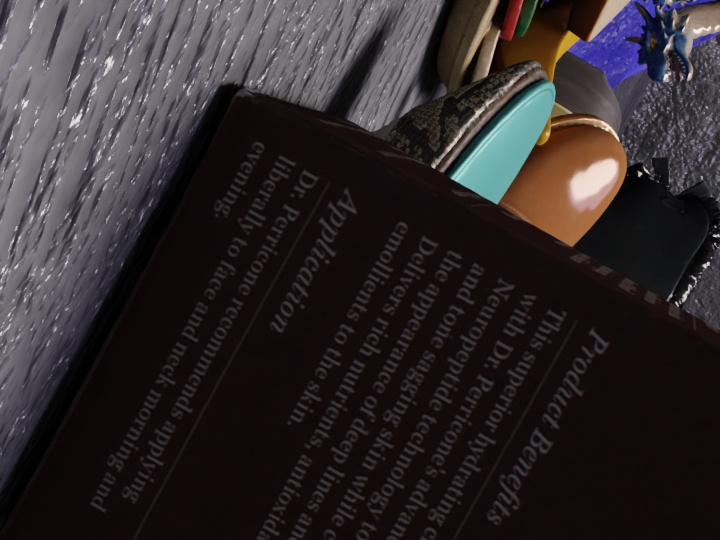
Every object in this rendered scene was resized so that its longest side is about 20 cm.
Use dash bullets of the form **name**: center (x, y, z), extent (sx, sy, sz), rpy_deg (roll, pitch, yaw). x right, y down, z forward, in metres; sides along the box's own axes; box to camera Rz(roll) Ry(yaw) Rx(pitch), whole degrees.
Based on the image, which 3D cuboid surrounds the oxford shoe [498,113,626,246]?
- **oxford shoe**: center (0.061, -0.001, 0.941), extent (0.200, 0.071, 0.071), rpy_deg (-40, 121, -21)

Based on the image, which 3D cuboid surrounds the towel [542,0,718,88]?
- **towel**: center (0.168, -0.154, 1.140), extent (0.200, 0.050, 0.148), rpy_deg (-31, 164, -17)

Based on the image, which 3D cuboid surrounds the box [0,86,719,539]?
- **box**: center (0.022, 0.062, 0.657), extent (0.166, 0.200, 0.164), rpy_deg (-60, 174, 5)

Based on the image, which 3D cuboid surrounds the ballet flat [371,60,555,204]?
- **ballet flat**: center (0.000, 0.000, 0.778), extent (0.200, 0.075, 0.068), rpy_deg (-65, 158, 0)

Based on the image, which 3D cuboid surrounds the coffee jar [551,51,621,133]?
- **coffee jar**: center (0.058, -0.021, 1.050), extent (0.200, 0.085, 0.104), rpy_deg (-58, 173, -21)

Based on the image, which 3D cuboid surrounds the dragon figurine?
- **dragon figurine**: center (0.180, -0.150, 0.937), extent (0.200, 0.099, 0.059), rpy_deg (-67, 172, -46)

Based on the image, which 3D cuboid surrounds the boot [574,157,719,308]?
- **boot**: center (0.113, 0.000, 1.210), extent (0.198, 0.162, 0.073), rpy_deg (-56, 170, -32)

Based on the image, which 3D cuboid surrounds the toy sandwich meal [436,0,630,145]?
- **toy sandwich meal**: center (0.107, -0.149, 0.943), extent (0.205, 0.070, 0.205), rpy_deg (-59, 173, -12)
